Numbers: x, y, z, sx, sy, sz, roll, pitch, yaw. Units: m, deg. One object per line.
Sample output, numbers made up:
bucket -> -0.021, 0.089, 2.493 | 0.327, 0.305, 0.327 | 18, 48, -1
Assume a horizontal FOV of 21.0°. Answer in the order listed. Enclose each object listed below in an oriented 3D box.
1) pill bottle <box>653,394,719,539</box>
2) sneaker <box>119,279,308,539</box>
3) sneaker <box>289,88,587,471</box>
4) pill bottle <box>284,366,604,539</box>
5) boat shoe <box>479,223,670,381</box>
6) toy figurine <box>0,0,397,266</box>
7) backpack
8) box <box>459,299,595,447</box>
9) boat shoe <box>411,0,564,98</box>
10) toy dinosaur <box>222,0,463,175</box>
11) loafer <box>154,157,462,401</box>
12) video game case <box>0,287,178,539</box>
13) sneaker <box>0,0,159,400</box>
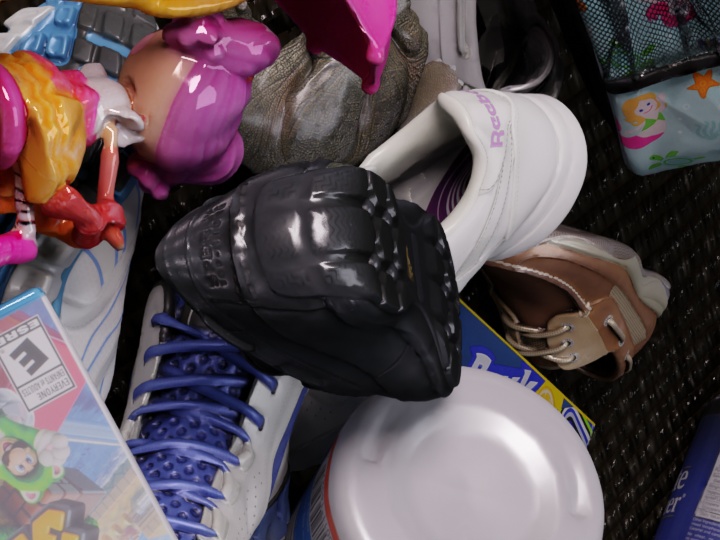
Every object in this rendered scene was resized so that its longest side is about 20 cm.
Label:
pill bottle -> 0.267, 0.150, 1.291 | 0.200, 0.112, 0.112 | -65, 148, -18
sneaker -> -0.066, 0.064, 0.700 | 0.199, 0.080, 0.115 | -61, 161, -71
sneaker -> 0.000, 0.000, 0.785 | 0.200, 0.075, 0.100 | -51, 152, 18
pill bottle -> 0.018, 0.131, 0.813 | 0.112, 0.112, 0.200 | -53, 175, -32
boat shoe -> 0.108, 0.018, 1.015 | 0.200, 0.076, 0.072 | 25, 83, -57
toy figurine -> -0.077, -0.057, 0.564 | 0.184, 0.150, 0.200 | -9, 134, -34
backpack -> 0.147, -0.146, 0.840 | 0.200, 0.150, 0.178 | 69, 20, -45
box -> 0.043, 0.066, 0.928 | 0.200, 0.070, 0.064 | 40, 66, -57
boat shoe -> 0.059, -0.091, 0.892 | 0.074, 0.065, 0.200 | -64, 148, -20
toy dinosaur -> -0.014, -0.076, 0.772 | 0.200, 0.077, 0.103 | -32, 116, -55
loafer -> -0.010, 0.007, 0.656 | 0.201, 0.070, 0.068 | 37, 47, -71
video game case -> -0.113, 0.126, 0.585 | 0.143, 0.018, 0.200 | -29, 94, -15
sneaker -> -0.111, 0.002, 0.667 | 0.087, 0.075, 0.200 | 28, 81, -73
